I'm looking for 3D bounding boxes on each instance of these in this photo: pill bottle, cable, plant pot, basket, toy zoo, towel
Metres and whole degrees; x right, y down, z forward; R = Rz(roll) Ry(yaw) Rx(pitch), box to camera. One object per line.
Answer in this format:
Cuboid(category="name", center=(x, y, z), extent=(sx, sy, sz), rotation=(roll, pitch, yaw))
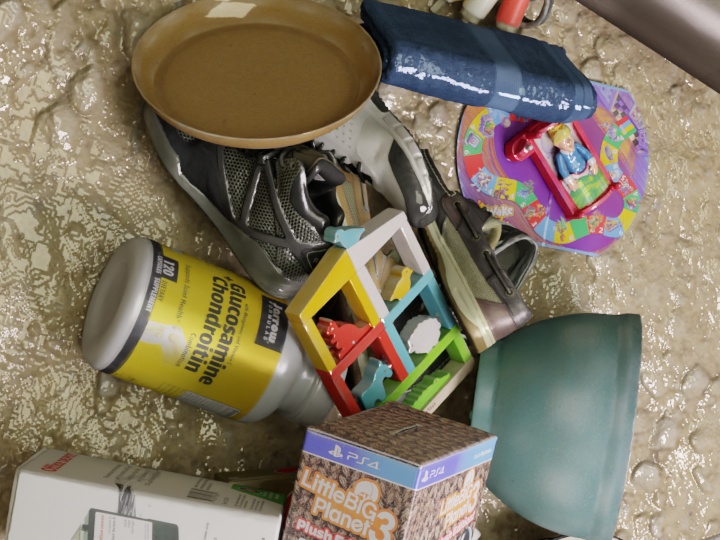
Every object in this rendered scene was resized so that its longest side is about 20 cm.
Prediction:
Cuboid(category="pill bottle", center=(-0.114, 0.057, 1.495), extent=(0.200, 0.112, 0.112), rotation=(22, 81, -22))
Cuboid(category="cable", center=(0.144, -0.284, 1.596), extent=(0.097, 0.050, 0.200), rotation=(28, 117, 0))
Cuboid(category="plant pot", center=(-0.083, -0.157, 1.488), extent=(0.200, 0.200, 0.028), rotation=(-18, 136, -23))
Cuboid(category="plant pot", center=(0.159, 0.126, 1.590), extent=(0.134, 0.200, 0.201), rotation=(9, 86, 3))
Cuboid(category="basket", center=(0.286, -0.263, 1.665), extent=(0.199, 0.136, 0.181), rotation=(20, 69, -19))
Cuboid(category="toy zoo", center=(0.014, 0.044, 1.496), extent=(0.131, 0.020, 0.200), rotation=(-46, 127, -26))
Cuboid(category="towel", center=(0.095, -0.170, 1.562), extent=(0.199, 0.112, 0.049), rotation=(11, 117, -23))

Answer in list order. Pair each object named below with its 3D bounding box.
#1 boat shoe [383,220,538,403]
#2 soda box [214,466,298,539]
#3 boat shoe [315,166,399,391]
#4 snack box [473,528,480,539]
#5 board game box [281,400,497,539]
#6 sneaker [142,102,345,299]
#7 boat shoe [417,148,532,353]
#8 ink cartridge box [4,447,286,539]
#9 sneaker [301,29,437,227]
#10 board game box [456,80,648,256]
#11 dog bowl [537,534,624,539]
Cuboid(category="boat shoe", center=(0.077, 0.035, 1.601), extent=(0.072, 0.071, 0.200), rotation=(41, 78, -20))
Cuboid(category="soda box", center=(-0.018, 0.197, 1.549), extent=(0.199, 0.064, 0.068), rotation=(-3, 91, -16))
Cuboid(category="boat shoe", center=(0.000, 0.000, 1.568), extent=(0.076, 0.072, 0.201), rotation=(-13, 95, -24))
Cuboid(category="snack box", center=(0.016, 0.278, 1.601), extent=(0.072, 0.024, 0.200), rotation=(46, 73, -15))
Cuboid(category="board game box", center=(0.013, 0.217, 1.427), extent=(0.159, 0.097, 0.201), rotation=(-9, 114, -65))
Cuboid(category="sneaker", center=(-0.085, -0.086, 1.487), extent=(0.114, 0.076, 0.200), rotation=(-45, 76, 23))
Cuboid(category="boat shoe", center=(0.088, -0.024, 1.561), extent=(0.066, 0.072, 0.201), rotation=(-20, 57, 0))
Cuboid(category="ink cartridge box", center=(-0.162, 0.200, 1.422), extent=(0.199, 0.146, 0.084), rotation=(11, 91, 0))
Cuboid(category="sneaker", center=(-0.006, -0.106, 1.537), extent=(0.080, 0.074, 0.200), rotation=(-30, 63, -11))
Cuboid(category="board game box", center=(0.183, -0.100, 1.665), extent=(0.199, 0.039, 0.159), rotation=(11, 86, -23))
Cuboid(category="dog bowl", center=(0.179, 0.328, 1.648), extent=(0.199, 0.074, 0.201), rotation=(0, 90, -23))
